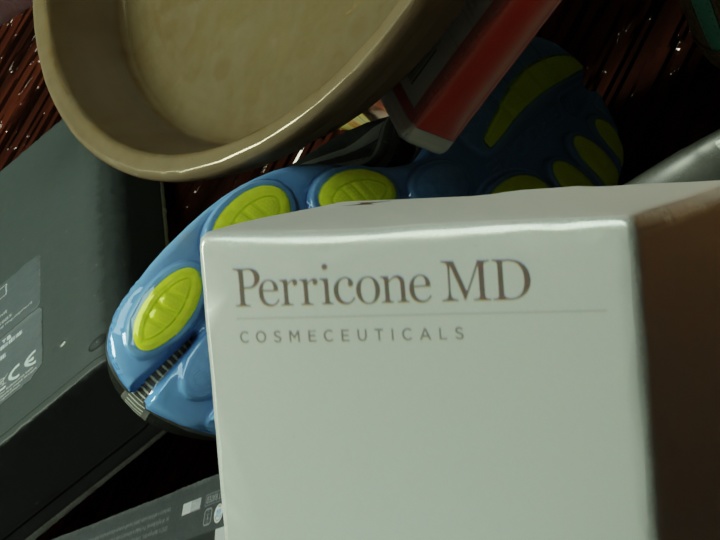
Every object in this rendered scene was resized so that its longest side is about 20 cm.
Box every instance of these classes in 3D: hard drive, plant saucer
[{"bbox_3d":[-0.121,0.029,0.930,0.140,0.033,0.200,-39,24,13],"label":"hard drive"},{"bbox_3d":[-0.018,-0.115,0.790,0.200,0.029,0.200,-24,55,40],"label":"plant saucer"}]

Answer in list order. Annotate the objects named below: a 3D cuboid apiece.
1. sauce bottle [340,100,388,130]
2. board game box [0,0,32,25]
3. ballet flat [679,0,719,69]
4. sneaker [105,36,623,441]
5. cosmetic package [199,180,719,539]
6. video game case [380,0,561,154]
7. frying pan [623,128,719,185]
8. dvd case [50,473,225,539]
[{"bbox_3d":[-0.035,-0.079,0.952,0.200,0.066,0.066,6,62,51],"label":"sauce bottle"},{"bbox_3d":[-0.117,-0.201,0.968,0.041,0.200,0.199,-8,22,42],"label":"board game box"},{"bbox_3d":[0.131,-0.149,0.829,0.068,0.072,0.200,2,60,45],"label":"ballet flat"},{"bbox_3d":[0.000,0.000,0.792,0.083,0.071,0.200,-35,0,41],"label":"sneaker"},{"bbox_3d":[0.033,0.085,0.611,0.101,0.071,0.200,-2,96,28],"label":"cosmetic package"},{"bbox_3d":[0.050,-0.148,0.765,0.200,0.017,0.143,-53,39,25],"label":"video game case"},{"bbox_3d":[0.082,-0.016,0.693,0.115,0.190,0.031,-30,81,8],"label":"frying pan"},{"bbox_3d":[-0.064,0.155,0.673,0.150,0.025,0.200,-25,54,58],"label":"dvd case"}]
